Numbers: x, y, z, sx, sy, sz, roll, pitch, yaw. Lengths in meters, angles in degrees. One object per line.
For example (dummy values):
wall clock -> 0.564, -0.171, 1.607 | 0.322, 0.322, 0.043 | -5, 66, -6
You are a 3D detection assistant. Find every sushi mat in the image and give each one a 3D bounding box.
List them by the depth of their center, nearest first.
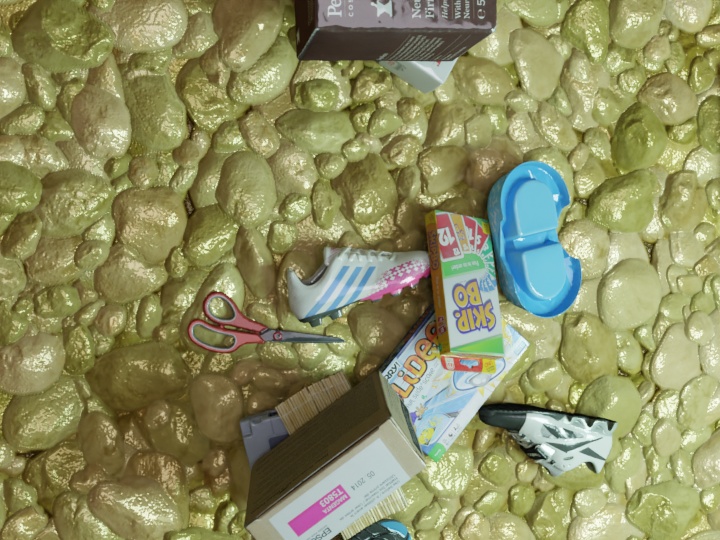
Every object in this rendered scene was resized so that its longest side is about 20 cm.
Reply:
sushi mat -> -0.022, 0.228, 1.115 | 0.095, 0.012, 0.202 | -25, 101, 2

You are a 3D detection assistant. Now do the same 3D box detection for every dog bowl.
dog bowl -> 0.224, -0.040, 1.186 | 0.110, 0.049, 0.203 | -13, 96, -25

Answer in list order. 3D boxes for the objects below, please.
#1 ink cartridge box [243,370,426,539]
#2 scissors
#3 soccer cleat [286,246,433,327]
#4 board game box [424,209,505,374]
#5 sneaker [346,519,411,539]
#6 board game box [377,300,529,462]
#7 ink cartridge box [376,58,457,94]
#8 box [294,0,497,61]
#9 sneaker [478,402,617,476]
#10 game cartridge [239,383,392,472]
ink cartridge box -> -0.031, 0.221, 1.022 | 0.199, 0.165, 0.075 | -37, 102, 5
scissors -> -0.119, 0.088, 1.146 | 0.197, 0.014, 0.074 | 21, 85, -13
soccer cleat -> 0.000, 0.000, 1.137 | 0.197, 0.070, 0.088 | -22, 97, -10
board game box -> 0.133, 0.027, 1.141 | 0.094, 0.030, 0.203 | 8, 71, -35
sneaker -> -0.021, 0.386, 1.154 | 0.198, 0.082, 0.074 | -28, 83, -29
board game box -> 0.110, 0.129, 1.184 | 0.135, 0.034, 0.201 | 40, 85, -10
ink cartridge box -> 0.048, -0.340, 1.127 | 0.198, 0.083, 0.148 | 31, 86, -12
box -> 0.032, -0.328, 0.997 | 0.196, 0.164, 0.169 | -3, 93, -11
sneaker -> 0.246, 0.227, 1.199 | 0.197, 0.074, 0.090 | 13, 88, -12
game cartridge -> -0.042, 0.228, 1.137 | 0.197, 0.041, 0.135 | -12, 98, -2
